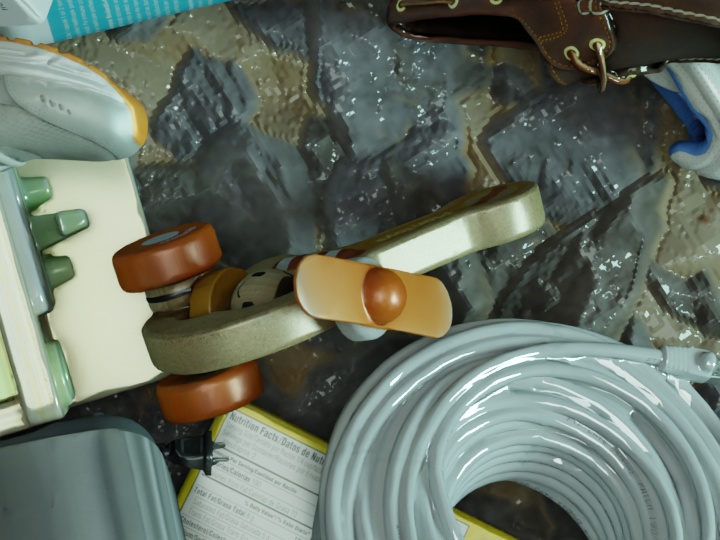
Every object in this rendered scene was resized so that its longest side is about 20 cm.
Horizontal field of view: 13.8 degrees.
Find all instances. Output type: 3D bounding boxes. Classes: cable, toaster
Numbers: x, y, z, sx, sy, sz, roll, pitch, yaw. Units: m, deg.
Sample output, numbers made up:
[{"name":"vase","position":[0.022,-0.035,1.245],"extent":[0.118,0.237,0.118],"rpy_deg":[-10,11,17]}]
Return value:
[{"name":"cable","position":[0.074,0.115,1.279],"extent":[0.199,0.069,0.201],"rpy_deg":[16,59,-9]},{"name":"toaster","position":[-0.138,0.148,1.226],"extent":[0.199,0.114,0.130],"rpy_deg":[-15,47,-5]}]

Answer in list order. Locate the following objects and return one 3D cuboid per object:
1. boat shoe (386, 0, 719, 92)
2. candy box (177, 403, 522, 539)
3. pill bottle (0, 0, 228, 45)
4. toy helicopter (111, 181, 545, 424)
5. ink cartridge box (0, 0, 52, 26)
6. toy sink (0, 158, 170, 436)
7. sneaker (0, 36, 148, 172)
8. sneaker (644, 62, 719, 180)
[{"name":"boat shoe","position":[0.099,-0.111,1.281],"extent":[0.199,0.070,0.071],"rpy_deg":[15,74,40]},{"name":"candy box","position":[0.006,0.144,1.336],"extent":[0.199,0.026,0.103],"rpy_deg":[27,88,-3]},{"name":"pill bottle","position":[-0.109,-0.161,1.286],"extent":[0.199,0.111,0.111],"rpy_deg":[-14,91,-4]},{"name":"toy helicopter","position":[0.000,0.000,1.285],"extent":[0.199,0.132,0.079],"rpy_deg":[-22,100,-26]},{"name":"ink cartridge box","position":[-0.205,-0.174,1.204],"extent":[0.199,0.084,0.146],"rpy_deg":[-1,60,32]},{"name":"toy sink","position":[-0.186,0.013,1.282],"extent":[0.199,0.112,0.131],"rpy_deg":[-16,91,-4]},{"name":"sneaker","position":[-0.182,-0.044,1.196],"extent":[0.199,0.076,0.093],"rpy_deg":[3,77,14]},{"name":"sneaker","position":[0.179,-0.138,1.318],"extent":[0.146,0.081,0.201],"rpy_deg":[-9,96,-7]}]
